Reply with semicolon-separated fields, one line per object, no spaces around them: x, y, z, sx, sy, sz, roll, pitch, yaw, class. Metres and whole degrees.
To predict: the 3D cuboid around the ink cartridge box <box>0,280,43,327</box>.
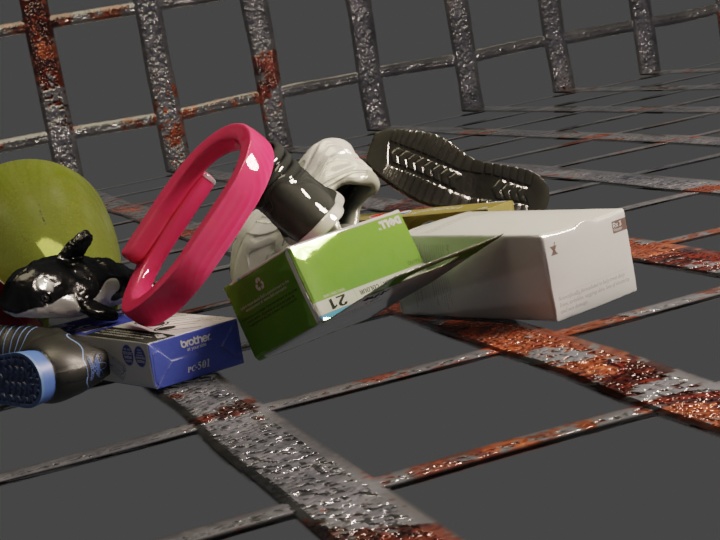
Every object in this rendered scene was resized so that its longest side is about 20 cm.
-0.423;0.013;1.456;0.176;0.200;0.084;2;49;53;ink cartridge box

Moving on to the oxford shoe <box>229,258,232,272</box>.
-0.085;-0.041;1.798;0.073;0.084;0.200;0;15;38;oxford shoe

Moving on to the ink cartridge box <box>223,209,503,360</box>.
0.002;-0.006;1.326;0.148;0.076;0.200;-20;-9;-44;ink cartridge box

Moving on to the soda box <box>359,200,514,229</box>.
0.062;-0.029;1.612;0.200;0.068;0.064;-4;9;31;soda box

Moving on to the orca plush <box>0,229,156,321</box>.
-0.246;0.000;1.431;0.200;0.071;0.105;1;16;-40;orca plush

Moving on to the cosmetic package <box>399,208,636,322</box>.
0.134;-0.007;1.381;0.113;0.081;0.200;-17;13;-36;cosmetic package

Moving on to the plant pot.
-0.322;0.001;1.587;0.187;0.187;0.200;-14;24;-20;plant pot

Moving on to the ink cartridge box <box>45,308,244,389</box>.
-0.201;0.068;1.392;0.094;0.044;0.200;-15;11;-37;ink cartridge box

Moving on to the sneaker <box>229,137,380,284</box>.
-0.057;-0.040;1.584;0.078;0.200;0.099;32;5;-44;sneaker

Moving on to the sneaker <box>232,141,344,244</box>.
-0.071;-0.078;1.455;0.071;0.099;0.200;-44;8;0;sneaker

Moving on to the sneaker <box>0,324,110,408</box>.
-0.301;0.083;1.365;0.078;0.070;0.200;-12;15;-40;sneaker

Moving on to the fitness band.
-0.148;-0.041;1.364;0.200;0.037;0.144;-58;27;-9;fitness band

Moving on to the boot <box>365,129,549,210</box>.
0.096;-0.083;1.699;0.200;0.077;0.138;22;-14;-2;boot
